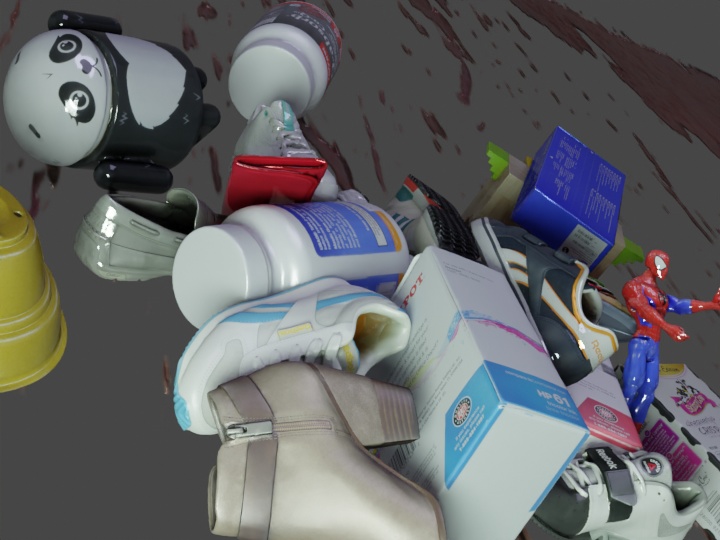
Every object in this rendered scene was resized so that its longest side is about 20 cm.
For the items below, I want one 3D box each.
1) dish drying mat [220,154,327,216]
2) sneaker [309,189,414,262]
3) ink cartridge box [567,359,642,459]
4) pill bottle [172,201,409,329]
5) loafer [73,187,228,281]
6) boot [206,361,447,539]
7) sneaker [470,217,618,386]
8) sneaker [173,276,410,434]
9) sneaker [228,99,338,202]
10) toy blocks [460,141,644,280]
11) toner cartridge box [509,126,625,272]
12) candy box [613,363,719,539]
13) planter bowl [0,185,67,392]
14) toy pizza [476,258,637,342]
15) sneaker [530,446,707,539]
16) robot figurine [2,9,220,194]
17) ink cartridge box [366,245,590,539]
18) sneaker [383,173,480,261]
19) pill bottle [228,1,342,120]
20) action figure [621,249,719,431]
[{"bbox_3d":[-0.079,-0.063,1.023,0.076,0.018,0.200,2,-11,-10],"label":"dish drying mat"},{"bbox_3d":[0.000,0.000,1.110,0.079,0.074,0.200,-10,41,-31],"label":"sneaker"},{"bbox_3d":[0.150,0.100,1.053,0.145,0.085,0.200,24,27,-13],"label":"ink cartridge box"},{"bbox_3d":[-0.057,0.000,0.982,0.112,0.112,0.199,43,27,27],"label":"pill bottle"},{"bbox_3d":[-0.146,-0.032,0.992,0.070,0.070,0.199,40,25,29],"label":"loafer"},{"bbox_3d":[-0.025,0.155,0.770,0.145,0.070,0.201,-3,64,-18],"label":"boot"},{"bbox_3d":[0.153,0.019,0.993,0.201,0.079,0.079,-109,176,-48],"label":"sneaker"},{"bbox_3d":[-0.049,0.060,0.857,0.080,0.077,0.200,16,33,40],"label":"sneaker"},{"bbox_3d":[-0.076,-0.118,1.143,0.075,0.089,0.200,8,12,-28],"label":"sneaker"},{"bbox_3d":[0.182,-0.026,1.279,0.199,0.137,0.100,30,28,-11],"label":"toy blocks"},{"bbox_3d":[0.213,-0.075,1.196,0.095,0.043,0.200,37,28,-2],"label":"toner cartridge box"},{"bbox_3d":[0.332,0.175,1.135,0.136,0.061,0.200,4,34,-47],"label":"candy box"},{"bbox_3d":[-0.280,-0.014,0.796,0.199,0.084,0.201,24,24,-12],"label":"planter bowl"},{"bbox_3d":[0.187,0.022,1.181,0.199,0.032,0.200,21,-9,4],"label":"toy pizza"},{"bbox_3d":[0.194,0.169,0.933,0.199,0.089,0.074,22,27,-35],"label":"sneaker"},{"bbox_3d":[-0.222,-0.152,1.070,0.150,0.125,0.199,31,21,36],"label":"robot figurine"},{"bbox_3d":[0.072,0.099,0.893,0.084,0.145,0.200,18,27,-25],"label":"ink cartridge box"},{"bbox_3d":[0.057,-0.022,1.165,0.070,0.094,0.200,33,14,-20],"label":"sneaker"},{"bbox_3d":[-0.089,-0.243,1.404,0.115,0.116,0.200,27,25,-6],"label":"pill bottle"},{"bbox_3d":[0.279,0.079,1.070,0.099,0.201,0.065,-1,-12,43],"label":"action figure"}]
